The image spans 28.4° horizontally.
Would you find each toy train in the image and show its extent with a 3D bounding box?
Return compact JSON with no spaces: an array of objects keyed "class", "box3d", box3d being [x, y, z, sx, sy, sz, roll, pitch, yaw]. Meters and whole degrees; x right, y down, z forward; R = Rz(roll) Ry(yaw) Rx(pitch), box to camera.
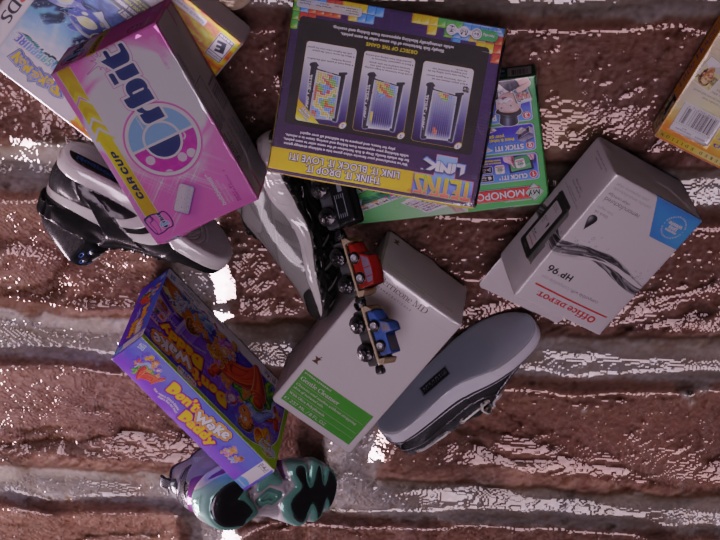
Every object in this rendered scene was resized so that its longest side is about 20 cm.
[{"class":"toy train","box3d":[0.000,0.000,1.369,0.045,0.034,0.203,-18,84,24]}]

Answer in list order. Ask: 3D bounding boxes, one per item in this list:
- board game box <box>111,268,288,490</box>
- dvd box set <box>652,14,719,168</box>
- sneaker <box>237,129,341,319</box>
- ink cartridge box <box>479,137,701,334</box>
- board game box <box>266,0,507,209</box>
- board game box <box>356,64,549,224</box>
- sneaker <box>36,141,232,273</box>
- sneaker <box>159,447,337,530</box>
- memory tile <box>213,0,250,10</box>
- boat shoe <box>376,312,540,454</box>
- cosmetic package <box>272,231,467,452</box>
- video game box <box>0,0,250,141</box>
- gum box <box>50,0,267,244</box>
[{"class":"board game box","box3d":[-0.159,0.112,1.473,0.045,0.135,0.200,-34,112,23]},{"class":"dvd box set","box3d":[0.381,-0.180,1.307,0.145,0.030,0.201,23,119,-8]},{"class":"sneaker","box3d":[-0.075,-0.043,1.419,0.078,0.074,0.202,-13,112,24]},{"class":"ink cartridge box","box3d":[0.219,-0.016,1.382,0.115,0.068,0.201,23,121,-25]},{"class":"board game box","box3d":[0.025,-0.157,1.309,0.197,0.057,0.168,11,98,4]},{"class":"board game box","box3d":[0.078,-0.119,1.377,0.197,0.029,0.136,-6,120,9]},{"class":"sneaker","box3d":[-0.233,-0.036,1.440,0.199,0.073,0.112,33,121,-3]},{"class":"sneaker","box3d":[-0.131,0.228,1.567,0.139,0.199,0.079,15,95,44]},{"class":"memory tile","box3d":[-0.206,-0.252,1.339,0.153,0.017,0.200,40,116,-16]},{"class":"boat shoe","box3d":[0.112,0.123,1.482,0.199,0.074,0.068,-41,130,5]},{"class":"cosmetic package","box3d":[0.009,0.074,1.462,0.107,0.085,0.201,33,118,-9]},{"class":"video game box","box3d":[-0.235,-0.218,1.328,0.199,0.047,0.182,37,120,-14]},{"class":"gum box","box3d":[-0.178,-0.130,1.306,0.112,0.066,0.201,-22,115,17]}]
